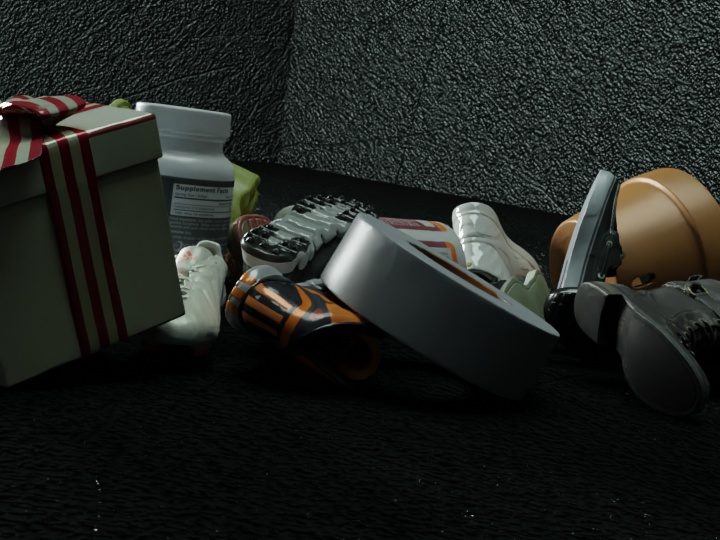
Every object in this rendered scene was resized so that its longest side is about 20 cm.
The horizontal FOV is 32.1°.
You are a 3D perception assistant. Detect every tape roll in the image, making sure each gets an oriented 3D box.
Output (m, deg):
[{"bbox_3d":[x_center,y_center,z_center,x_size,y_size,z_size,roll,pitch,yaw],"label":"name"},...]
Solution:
[{"bbox_3d":[0.067,0.029,1.056,0.200,0.066,0.200,31,7,-4],"label":"tape roll"}]

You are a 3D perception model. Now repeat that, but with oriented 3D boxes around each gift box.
[{"bbox_3d":[-0.256,-0.035,0.922,0.185,0.187,0.200,11,25,41],"label":"gift box"}]

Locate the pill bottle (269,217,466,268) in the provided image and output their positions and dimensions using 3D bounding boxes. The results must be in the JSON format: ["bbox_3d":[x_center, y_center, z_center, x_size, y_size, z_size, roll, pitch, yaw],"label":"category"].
[{"bbox_3d":[0.000,0.000,1.297,0.200,0.114,0.114,3,9,-33],"label":"pill bottle"}]

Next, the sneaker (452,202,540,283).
[{"bbox_3d":[0.164,0.019,1.504,0.074,0.116,0.200,-17,-38,26],"label":"sneaker"}]

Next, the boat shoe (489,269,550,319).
[{"bbox_3d":[0.152,0.043,1.322,0.066,0.075,0.199,-20,7,21],"label":"boat shoe"}]

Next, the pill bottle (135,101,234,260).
[{"bbox_3d":[-0.187,-0.063,1.252,0.116,0.200,0.116,7,7,-1],"label":"pill bottle"}]

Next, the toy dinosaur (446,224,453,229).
[{"bbox_3d":[0.064,0.000,1.530,0.200,0.102,0.077,-8,49,-21],"label":"toy dinosaur"}]

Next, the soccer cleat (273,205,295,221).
[{"bbox_3d":[-0.013,-0.023,1.449,0.200,0.069,0.078,29,-5,8],"label":"soccer cleat"}]

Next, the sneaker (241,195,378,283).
[{"bbox_3d":[-0.051,-0.010,1.157,0.066,0.091,0.200,23,27,21],"label":"sneaker"}]

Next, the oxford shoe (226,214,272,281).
[{"bbox_3d":[-0.116,-0.008,1.367,0.074,0.071,0.200,-11,-19,12],"label":"oxford shoe"}]

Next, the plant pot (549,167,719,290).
[{"bbox_3d":[0.310,-0.005,1.430,0.140,0.200,0.200,-15,16,-22],"label":"plant pot"}]

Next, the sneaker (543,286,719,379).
[{"bbox_3d":[0.277,0.053,1.269,0.200,0.076,0.088,15,25,-7],"label":"sneaker"}]

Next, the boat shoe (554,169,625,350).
[{"bbox_3d":[0.246,-0.007,1.322,0.057,0.200,0.069,17,-11,4],"label":"boat shoe"}]

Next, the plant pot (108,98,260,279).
[{"bbox_3d":[-0.222,-0.075,1.456,0.184,0.200,0.200,19,8,1],"label":"plant pot"}]

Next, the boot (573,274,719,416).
[{"bbox_3d":[0.309,0.056,1.142,0.174,0.069,0.200,-2,31,-23],"label":"boot"}]

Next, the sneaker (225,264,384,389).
[{"bbox_3d":[-0.023,0.058,1.048,0.112,0.078,0.200,31,9,26],"label":"sneaker"}]

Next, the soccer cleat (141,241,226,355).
[{"bbox_3d":[-0.149,0.020,1.072,0.069,0.078,0.200,8,9,-2],"label":"soccer cleat"}]
